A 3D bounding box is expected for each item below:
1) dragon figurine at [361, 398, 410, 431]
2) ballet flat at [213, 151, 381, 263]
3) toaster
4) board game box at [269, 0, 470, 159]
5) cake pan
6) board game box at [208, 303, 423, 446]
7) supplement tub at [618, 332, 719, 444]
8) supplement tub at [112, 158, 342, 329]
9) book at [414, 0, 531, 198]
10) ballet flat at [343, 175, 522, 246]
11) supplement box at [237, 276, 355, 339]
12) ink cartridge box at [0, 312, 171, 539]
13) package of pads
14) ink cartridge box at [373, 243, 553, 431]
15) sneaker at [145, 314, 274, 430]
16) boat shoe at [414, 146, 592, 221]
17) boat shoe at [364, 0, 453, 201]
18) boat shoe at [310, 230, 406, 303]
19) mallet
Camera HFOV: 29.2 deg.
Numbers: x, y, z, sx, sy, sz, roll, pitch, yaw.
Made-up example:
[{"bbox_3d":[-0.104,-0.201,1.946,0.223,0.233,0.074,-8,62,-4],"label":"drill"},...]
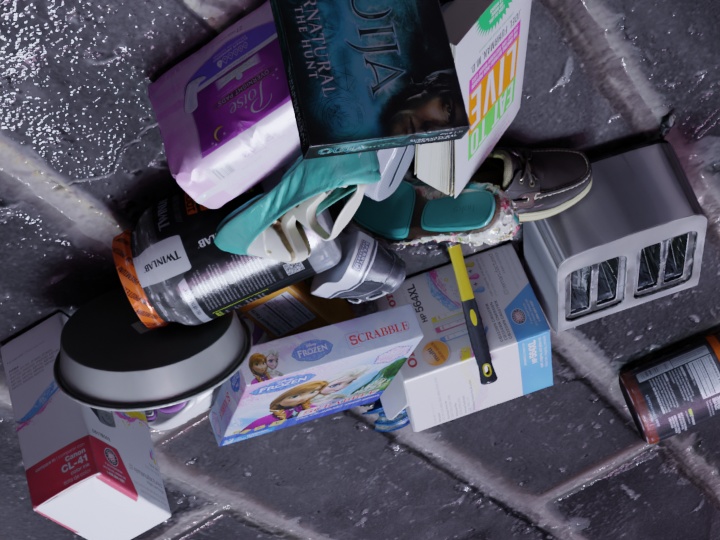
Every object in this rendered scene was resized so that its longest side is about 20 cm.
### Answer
[{"bbox_3d":[0.030,0.155,1.669,0.198,0.100,0.059,-25,146,7],"label":"dragon figurine"},{"bbox_3d":[-0.054,-0.048,1.169,0.067,0.071,0.199,-9,158,-48],"label":"ballet flat"},{"bbox_3d":[0.274,-0.041,1.507,0.178,0.120,0.201,-18,146,-4],"label":"toaster"},{"bbox_3d":[0.000,-0.192,1.080,0.133,0.203,0.028,-9,166,-17],"label":"board game box"},{"bbox_3d":[-0.205,0.067,1.354,0.197,0.201,0.037,-12,120,-12],"label":"cake pan"},{"bbox_3d":[-0.051,0.114,1.470,0.197,0.042,0.200,-15,160,-20],"label":"board game box"},{"bbox_3d":[0.461,0.153,1.889,0.198,0.108,0.107,-23,147,4],"label":"supplement tub"},{"bbox_3d":[-0.126,-0.026,1.311,0.198,0.124,0.123,-23,147,3],"label":"supplement tub"},{"bbox_3d":[0.105,-0.180,1.244,0.134,0.048,0.201,-49,157,-26],"label":"book"},{"bbox_3d":[0.071,-0.052,1.349,0.198,0.077,0.064,11,172,40],"label":"ballet flat"},{"bbox_3d":[-0.068,0.040,1.487,0.068,0.067,0.200,-25,146,12],"label":"supplement box"},{"bbox_3d":[-0.284,0.166,1.427,0.085,0.202,0.148,-28,146,11],"label":"ink cartridge box"},{"bbox_3d":[-0.076,-0.152,1.163,0.198,0.122,0.076,-31,145,15],"label":"package of pads"},{"bbox_3d":[0.105,0.082,1.579,0.197,0.130,0.126,-19,147,-4],"label":"ink cartridge box"},{"bbox_3d":[-0.155,0.130,1.547,0.199,0.076,0.099,-33,137,21],"label":"sneaker"},{"bbox_3d":[0.147,-0.091,1.410,0.197,0.074,0.065,-13,151,-11],"label":"boat shoe"},{"bbox_3d":[0.034,-0.159,1.259,0.072,0.062,0.202,-24,144,-59],"label":"boat shoe"},{"bbox_3d":[0.000,0.000,1.384,0.067,0.073,0.200,24,170,-11],"label":"boat shoe"},{"bbox_3d":[0.122,0.020,1.477,0.065,0.202,0.041,-23,-171,-3],"label":"mallet"}]
